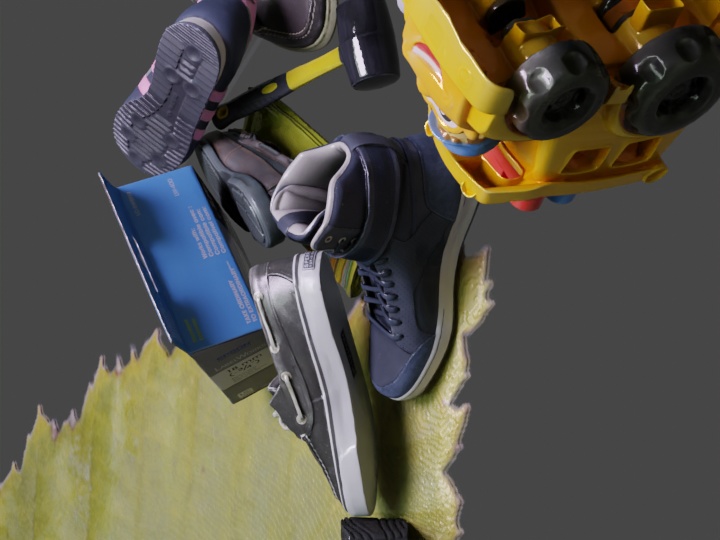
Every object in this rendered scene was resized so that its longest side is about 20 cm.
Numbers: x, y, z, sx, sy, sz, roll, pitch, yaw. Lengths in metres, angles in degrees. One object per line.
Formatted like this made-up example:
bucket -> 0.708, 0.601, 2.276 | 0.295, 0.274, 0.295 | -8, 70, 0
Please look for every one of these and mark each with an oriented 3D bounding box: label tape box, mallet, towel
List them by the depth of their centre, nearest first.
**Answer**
mallet -> -0.048, -0.155, 1.466 | 0.199, 0.041, 0.067 | -11, 82, 46
label tape box -> -0.118, 0.005, 1.467 | 0.145, 0.063, 0.200 | 64, 180, 18
towel -> -0.044, -0.064, 1.508 | 0.200, 0.018, 0.087 | 44, 125, 45

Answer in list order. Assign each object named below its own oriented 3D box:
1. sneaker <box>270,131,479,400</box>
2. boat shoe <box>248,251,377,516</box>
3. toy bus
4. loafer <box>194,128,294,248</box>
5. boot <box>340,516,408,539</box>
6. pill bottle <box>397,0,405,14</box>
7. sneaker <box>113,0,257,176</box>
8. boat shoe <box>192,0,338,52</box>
sneaker -> -0.001, -0.001, 1.342 | 0.077, 0.145, 0.204 | 33, 120, 47
boat shoe -> -0.033, 0.085, 1.414 | 0.063, 0.071, 0.202 | -11, 102, 13
toy bus -> 0.102, -0.103, 1.153 | 0.136, 0.198, 0.193 | 61, 144, 29
loafer -> -0.076, -0.069, 1.500 | 0.072, 0.062, 0.200 | 67, 170, -24
boot -> 0.011, 0.254, 1.354 | 0.200, 0.067, 0.132 | -68, -21, -84
pill bottle -> 0.086, -0.258, 1.229 | 0.115, 0.115, 0.202 | 17, 105, 53
sneaker -> -0.130, -0.146, 1.512 | 0.070, 0.082, 0.200 | 42, 144, -2
boat shoe -> -0.091, -0.217, 1.524 | 0.199, 0.064, 0.074 | 27, 111, 50
